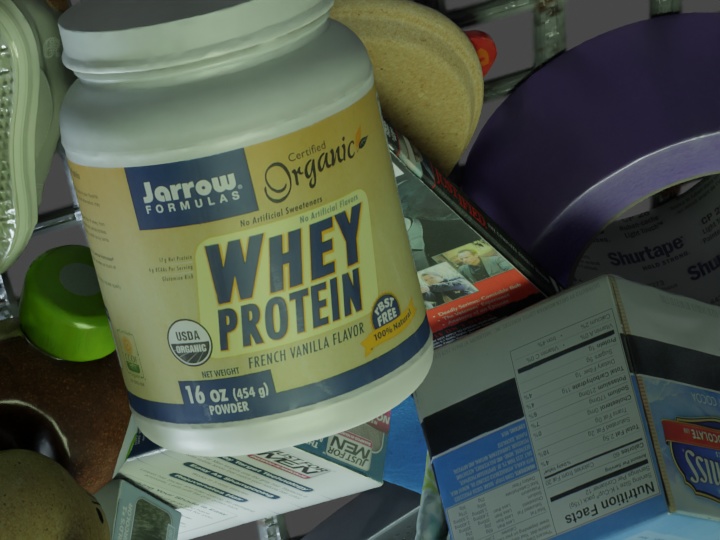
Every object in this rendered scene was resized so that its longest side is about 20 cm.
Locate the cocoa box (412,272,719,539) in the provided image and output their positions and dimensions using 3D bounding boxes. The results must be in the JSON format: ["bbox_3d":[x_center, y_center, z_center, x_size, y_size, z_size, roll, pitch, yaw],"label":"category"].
[{"bbox_3d":[0.143,0.098,1.565,0.133,0.132,0.200,-26,157,30],"label":"cocoa box"}]

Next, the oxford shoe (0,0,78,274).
[{"bbox_3d":[-0.168,-0.068,1.417,0.058,0.075,0.200,-43,161,-37],"label":"oxford shoe"}]

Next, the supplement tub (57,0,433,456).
[{"bbox_3d":[-0.054,-0.032,1.355,0.144,0.144,0.201,-16,107,-8],"label":"supplement tub"}]

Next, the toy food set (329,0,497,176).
[{"bbox_3d":[-0.028,-0.072,1.494,0.198,0.049,0.200,-32,143,14],"label":"toy food set"}]

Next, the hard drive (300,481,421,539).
[{"bbox_3d":[0.043,0.168,1.849,0.200,0.042,0.135,-35,143,18],"label":"hard drive"}]

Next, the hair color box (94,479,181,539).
[{"bbox_3d":[-0.199,0.173,1.613,0.200,0.099,0.061,-7,154,32],"label":"hair color box"}]

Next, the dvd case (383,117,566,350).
[{"bbox_3d":[0.000,0.000,1.509,0.146,0.022,0.200,-23,143,24],"label":"dvd case"}]

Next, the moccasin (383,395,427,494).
[{"bbox_3d":[0.012,0.075,1.694,0.080,0.068,0.200,-26,144,20],"label":"moccasin"}]

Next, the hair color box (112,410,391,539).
[{"bbox_3d":[-0.084,0.090,1.588,0.100,0.061,0.200,24,152,-34],"label":"hair color box"}]

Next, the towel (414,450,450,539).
[{"bbox_3d":[0.098,0.114,1.690,0.048,0.201,0.171,-7,158,39],"label":"towel"}]

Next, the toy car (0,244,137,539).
[{"bbox_3d":[-0.150,0.120,1.425,0.157,0.200,0.165,-14,142,-31],"label":"toy car"}]

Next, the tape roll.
[{"bbox_3d":[0.160,-0.039,1.604,0.199,0.085,0.200,-14,143,-11],"label":"tape roll"}]
